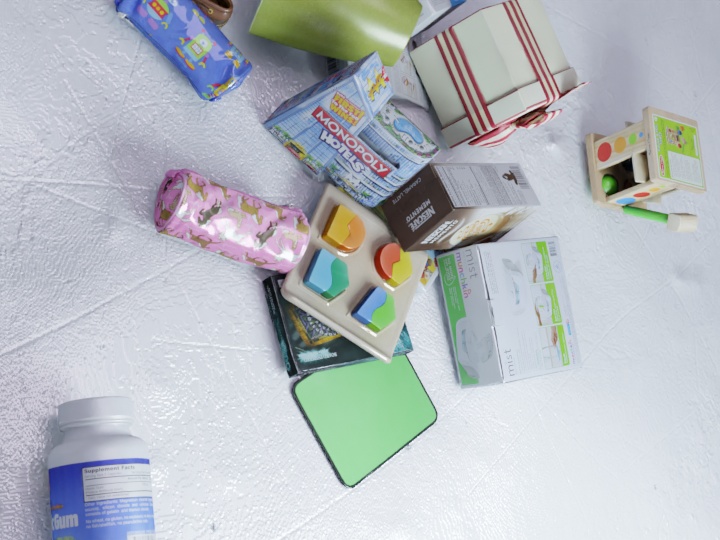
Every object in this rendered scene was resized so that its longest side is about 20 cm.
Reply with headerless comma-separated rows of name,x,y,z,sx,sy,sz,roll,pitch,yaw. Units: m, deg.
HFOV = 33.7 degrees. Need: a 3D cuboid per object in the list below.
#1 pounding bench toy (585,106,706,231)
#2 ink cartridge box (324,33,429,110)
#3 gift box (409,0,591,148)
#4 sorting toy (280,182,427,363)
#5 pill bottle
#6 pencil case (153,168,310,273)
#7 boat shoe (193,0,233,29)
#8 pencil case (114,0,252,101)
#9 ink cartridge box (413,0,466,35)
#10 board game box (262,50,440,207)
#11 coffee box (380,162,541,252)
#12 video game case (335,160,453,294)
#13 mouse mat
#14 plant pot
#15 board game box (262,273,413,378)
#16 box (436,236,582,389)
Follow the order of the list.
pounding bench toy,0.466,-0.140,1.955,0.124,0.156,0.201,8,71,-35
ink cartridge box,0.021,-0.331,1.773,0.200,0.050,0.163,14,65,-52
gift box,0.222,-0.299,1.804,0.199,0.184,0.188,-25,92,-40
sorting toy,0.000,0.000,1.603,0.185,0.036,0.201,34,55,-21
pill bottle,-0.284,0.244,1.302,0.112,0.112,0.201,2,74,-36
pencil case,-0.164,-0.063,1.510,0.199,0.083,0.087,18,51,-30
boat shoe,-0.243,-0.404,1.571,0.200,0.067,0.072,47,54,-14
pencil case,-0.233,-0.306,1.540,0.200,0.078,0.087,46,79,-16
ink cartridge box,0.052,-0.453,1.764,0.201,0.084,0.144,57,31,-3
board game box,-0.003,-0.189,1.576,0.200,0.200,0.062,42,54,-6
coffee box,0.143,-0.090,1.675,0.199,0.114,0.080,-6,63,-45
video game case,0.066,-0.096,1.730,0.200,0.023,0.182,47,53,-16
mouse mat,0.010,0.180,1.608,0.200,0.008,0.162,-32,95,-38
plant pot,-0.023,-0.365,1.613,0.199,0.187,0.188,25,60,-8
board game box,-0.028,0.063,1.600,0.199,0.028,0.136,-7,77,-37
box,0.219,0.060,1.732,0.176,0.096,0.201,-7,85,-39
